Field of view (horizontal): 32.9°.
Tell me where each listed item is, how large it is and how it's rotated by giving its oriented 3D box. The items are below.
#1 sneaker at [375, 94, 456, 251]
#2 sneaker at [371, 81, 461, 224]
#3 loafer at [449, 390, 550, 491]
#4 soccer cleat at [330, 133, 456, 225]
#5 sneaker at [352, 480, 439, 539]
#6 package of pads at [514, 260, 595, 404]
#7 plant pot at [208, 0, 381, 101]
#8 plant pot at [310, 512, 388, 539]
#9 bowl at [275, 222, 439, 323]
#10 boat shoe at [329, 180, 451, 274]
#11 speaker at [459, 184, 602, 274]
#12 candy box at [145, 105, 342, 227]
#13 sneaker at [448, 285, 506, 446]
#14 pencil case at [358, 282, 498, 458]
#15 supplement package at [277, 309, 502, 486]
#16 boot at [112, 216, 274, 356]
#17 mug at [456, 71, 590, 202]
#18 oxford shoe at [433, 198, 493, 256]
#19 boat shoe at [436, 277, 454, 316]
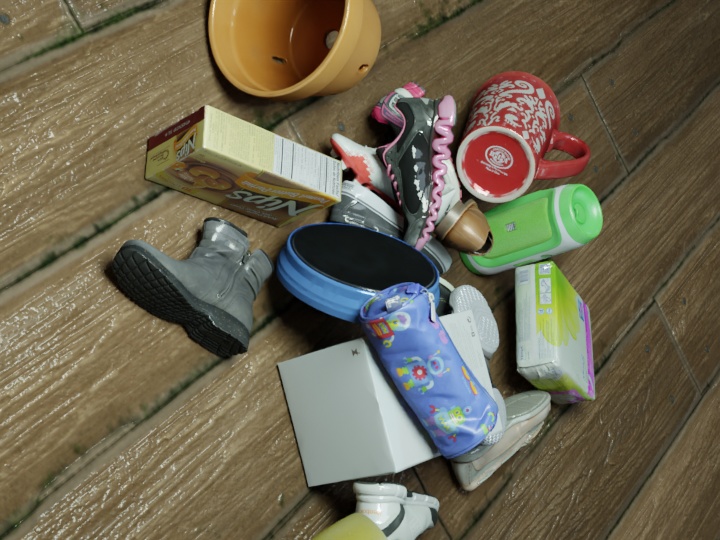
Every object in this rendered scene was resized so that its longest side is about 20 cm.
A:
[{"bbox_3d":[0.062,-0.122,1.515,0.094,0.079,0.203,9,93,1],"label":"sneaker"},{"bbox_3d":[0.077,-0.150,1.641,0.074,0.081,0.202,-27,110,-10],"label":"sneaker"},{"bbox_3d":[0.187,0.225,1.630,0.199,0.071,0.064,-27,112,-41],"label":"loafer"},{"bbox_3d":[0.042,-0.128,1.569,0.199,0.085,0.069,38,9,-30],"label":"soccer cleat"},{"bbox_3d":[0.038,0.293,1.420,0.200,0.073,0.081,33,58,-62],"label":"sneaker"},{"bbox_3d":[0.272,0.096,1.709,0.200,0.067,0.157,40,47,-56],"label":"package of pads"},{"bbox_3d":[-0.064,-0.295,1.469,0.139,0.198,0.203,10,69,-59],"label":"plant pot"},{"bbox_3d":[-0.035,0.376,1.280,0.140,0.200,0.203,-16,87,-22],"label":"plant pot"},{"bbox_3d":[0.000,0.000,1.429,0.199,0.200,0.040,-11,124,-46],"label":"bowl"},{"bbox_3d":[0.036,-0.036,1.563,0.199,0.069,0.067,37,73,-36],"label":"boat shoe"},{"bbox_3d":[0.229,-0.054,1.660,0.088,0.199,0.090,17,65,-40],"label":"speaker"},{"bbox_3d":[-0.130,-0.114,1.381,0.198,0.115,0.056,18,65,-40],"label":"candy box"},{"bbox_3d":[0.118,0.126,1.549,0.075,0.113,0.203,0,78,-40],"label":"sneaker"},{"bbox_3d":[0.077,0.104,1.320,0.201,0.086,0.078,58,24,-14],"label":"pencil case"},{"bbox_3d":[0.036,0.149,1.434,0.198,0.150,0.154,-11,85,-46],"label":"supplement package"},{"bbox_3d":[-0.183,-0.007,1.338,0.200,0.069,0.133,45,45,-40],"label":"boot"},{"bbox_3d":[0.220,-0.183,1.672,0.200,0.175,0.135,-59,141,-61],"label":"mug"},{"bbox_3d":[0.141,-0.046,1.587,0.071,0.072,0.200,39,10,4],"label":"oxford shoe"},{"bbox_3d":[0.094,0.056,1.581,0.199,0.071,0.068,38,52,-34],"label":"boat shoe"}]
